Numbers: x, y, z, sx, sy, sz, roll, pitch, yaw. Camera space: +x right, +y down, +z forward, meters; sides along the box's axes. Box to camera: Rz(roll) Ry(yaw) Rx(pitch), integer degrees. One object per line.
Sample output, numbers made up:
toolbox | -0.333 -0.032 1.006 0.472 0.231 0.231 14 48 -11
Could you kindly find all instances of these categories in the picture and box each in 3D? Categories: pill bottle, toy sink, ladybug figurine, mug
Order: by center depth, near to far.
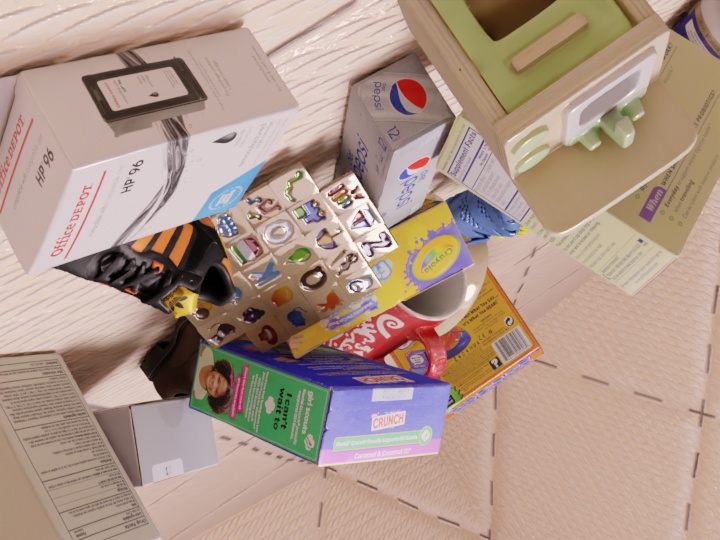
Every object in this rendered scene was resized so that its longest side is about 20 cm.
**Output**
toy sink | 0.129 -0.144 0.715 0.129 0.202 0.112 -33 168 6
pill bottle | 0.390 -0.228 1.235 0.115 0.117 0.200 -23 163 -38
mug | 0.024 0.060 1.309 0.132 0.180 0.200 20 145 -23
ladybug figurine | 0.094 0.014 1.398 0.071 0.137 0.200 11 137 -29

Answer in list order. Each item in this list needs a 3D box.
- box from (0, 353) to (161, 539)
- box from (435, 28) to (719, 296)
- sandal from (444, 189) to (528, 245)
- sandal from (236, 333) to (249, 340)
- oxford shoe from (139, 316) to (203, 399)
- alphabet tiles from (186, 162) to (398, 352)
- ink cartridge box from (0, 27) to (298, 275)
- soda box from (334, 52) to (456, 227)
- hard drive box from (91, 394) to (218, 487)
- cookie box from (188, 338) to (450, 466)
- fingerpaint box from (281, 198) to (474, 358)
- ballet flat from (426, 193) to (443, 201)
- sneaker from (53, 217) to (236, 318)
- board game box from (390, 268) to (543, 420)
box | -0.287 0.186 0.902 0.108 0.201 0.128 -37 166 17
box | 0.193 -0.115 0.853 0.177 0.199 0.097 -56 176 -21
sandal | 0.137 -0.065 1.180 0.086 0.081 0.200 -12 171 -6
sandal | -0.110 0.095 1.332 0.081 0.055 0.200 -35 167 8
oxford shoe | -0.160 0.085 1.110 0.072 0.085 0.200 -18 159 -42
alphabet tiles | -0.071 -0.006 0.924 0.198 0.006 0.167 -29 132 7
ink cartridge box | -0.147 -0.067 0.617 0.198 0.068 0.116 -23 163 -39
soda box | 0.025 -0.102 0.910 0.063 0.069 0.200 -29 166 -14
hard drive box | -0.268 0.181 1.050 0.197 0.078 0.156 -13 173 19
cookie box | -0.041 0.124 1.025 0.170 0.077 0.198 6 -175 -45
fingerpaint box | 0.000 0.000 1.073 0.198 0.074 0.167 -27 -172 -3
ballet flat | 0.014 -0.019 1.180 0.199 0.067 0.057 -34 178 9
sneaker | -0.154 -0.008 0.766 0.070 0.091 0.200 -37 167 19
board game box | 0.153 0.099 1.657 0.199 0.201 0.200 -35 168 6
